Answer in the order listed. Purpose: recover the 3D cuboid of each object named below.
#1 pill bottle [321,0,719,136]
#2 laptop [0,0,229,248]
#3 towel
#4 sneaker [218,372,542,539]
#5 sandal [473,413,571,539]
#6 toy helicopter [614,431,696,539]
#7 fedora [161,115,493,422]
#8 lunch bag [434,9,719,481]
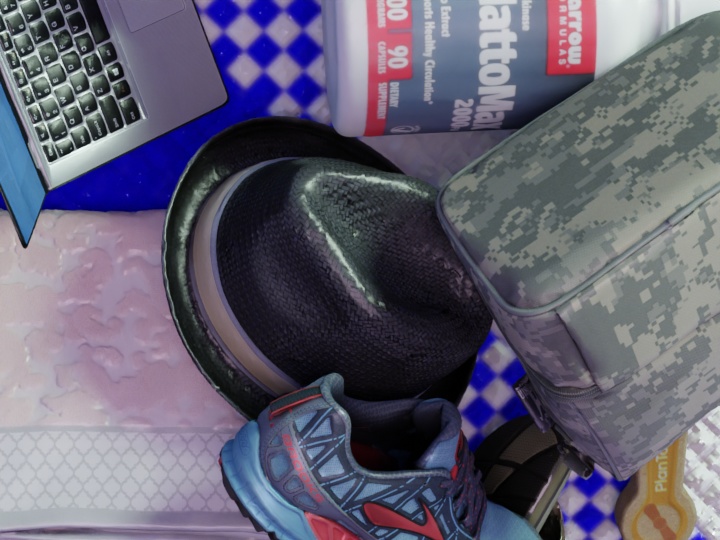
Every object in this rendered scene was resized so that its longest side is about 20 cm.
[{"bbox_3d":[0.082,-0.133,1.041,0.199,0.120,0.120,-4,104,-4],"label":"pill bottle"},{"bbox_3d":[-0.144,-0.135,0.977,0.200,0.116,0.188,-30,108,-33],"label":"laptop"},{"bbox_3d":[-0.132,0.054,1.062,0.199,0.032,0.192,1,67,-5],"label":"towel"},{"bbox_3d":[0.031,0.113,1.011,0.200,0.079,0.096,25,120,-34],"label":"sneaker"},{"bbox_3d":[0.084,0.171,1.145,0.057,0.080,0.202,7,112,-24],"label":"sandal"},{"bbox_3d":[0.159,0.073,1.124,0.132,0.079,0.201,-6,115,-9],"label":"toy helicopter"},{"bbox_3d":[0.000,0.000,1.036,0.200,0.091,0.201,12,69,-33],"label":"fedora"},{"bbox_3d":[0.156,-0.002,0.989,0.200,0.139,0.168,-34,125,0],"label":"lunch bag"}]
